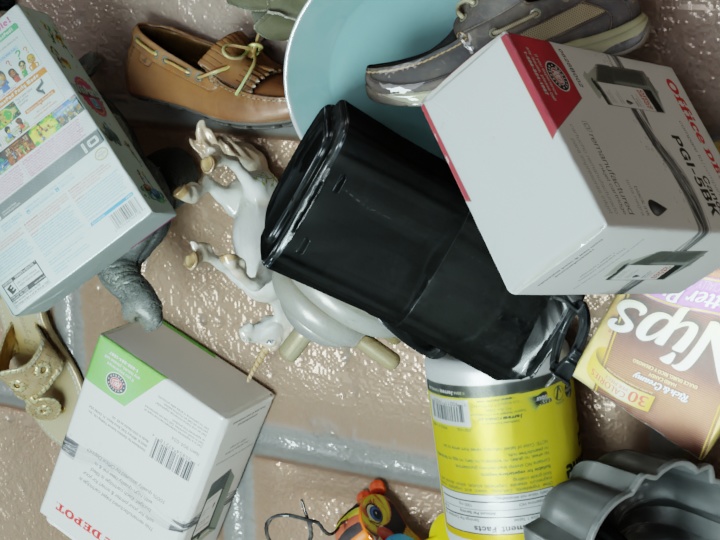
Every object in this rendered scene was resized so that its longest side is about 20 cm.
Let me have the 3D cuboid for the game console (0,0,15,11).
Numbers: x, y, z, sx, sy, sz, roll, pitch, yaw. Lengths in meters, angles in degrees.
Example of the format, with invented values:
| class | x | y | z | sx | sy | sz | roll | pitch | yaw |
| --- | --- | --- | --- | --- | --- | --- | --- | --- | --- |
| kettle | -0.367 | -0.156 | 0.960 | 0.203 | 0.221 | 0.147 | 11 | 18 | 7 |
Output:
| class | x | y | z | sx | sy | sz | roll | pitch | yaw |
| --- | --- | --- | --- | --- | --- | --- | --- | --- | --- |
| game console | -0.412 | -0.294 | 1.309 | 0.200 | 0.118 | 0.171 | 27 | 114 | 20 |

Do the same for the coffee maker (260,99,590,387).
| class | x | y | z | sx | sy | sz | roll | pitch | yaw |
| --- | --- | --- | --- | --- | --- | --- | --- | --- | --- |
| coffee maker | 0.045 | -0.022 | 0.996 | 0.200 | 0.192 | 0.135 | 26 | 83 | -14 |

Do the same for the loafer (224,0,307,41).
| class | x | y | z | sx | sy | sz | roll | pitch | yaw |
| --- | --- | --- | --- | --- | --- | --- | --- | --- | --- |
| loafer | -0.043 | -0.212 | 1.145 | 0.200 | 0.075 | 0.070 | 36 | 134 | 43 |

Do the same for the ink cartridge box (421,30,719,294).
| class | x | y | z | sx | sy | sz | roll | pitch | yaw |
| --- | --- | --- | --- | --- | --- | --- | --- | --- | --- |
| ink cartridge box | 0.154 | -0.065 | 0.957 | 0.083 | 0.200 | 0.147 | -39 | 66 | 35 |

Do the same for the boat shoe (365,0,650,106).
| class | x | y | z | sx | sy | sz | roll | pitch | yaw |
| --- | --- | --- | --- | --- | --- | --- | --- | --- | --- |
| boat shoe | 0.095 | -0.165 | 1.008 | 0.200 | 0.074 | 0.073 | -16 | 103 | -4 |

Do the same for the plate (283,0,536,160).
| class | x | y | z | sx | sy | sz | roll | pitch | yaw |
| --- | --- | --- | --- | --- | --- | --- | --- | --- | --- |
| plate | 0.045 | -0.141 | 1.061 | 0.200 | 0.026 | 0.200 | -1 | 115 | -1 |

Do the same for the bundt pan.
| class | x | y | z | sx | sy | sz | roll | pitch | yaw |
| --- | --- | --- | --- | --- | --- | --- | --- | --- | --- |
| bundt pan | 0.184 | 0.219 | 1.080 | 0.076 | 0.202 | 0.202 | 24 | 115 | 47 |

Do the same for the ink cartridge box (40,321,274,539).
| class | x | y | z | sx | sy | sz | roll | pitch | yaw |
| --- | --- | --- | --- | --- | --- | --- | --- | --- | --- |
| ink cartridge box | -0.185 | 0.165 | 1.320 | 0.145 | 0.084 | 0.200 | 31 | 115 | 19 |

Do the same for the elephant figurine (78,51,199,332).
| class | x | y | z | sx | sy | sz | roll | pitch | yaw |
| --- | --- | --- | --- | --- | --- | --- | --- | --- | --- |
| elephant figurine | -0.207 | -0.069 | 1.250 | 0.200 | 0.141 | 0.155 | 23 | 127 | 29 |

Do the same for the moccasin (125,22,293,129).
| class | x | y | z | sx | sy | sz | roll | pitch | yaw |
| --- | --- | --- | --- | --- | --- | --- | --- | --- | --- |
| moccasin | -0.106 | -0.165 | 1.206 | 0.201 | 0.074 | 0.078 | 20 | 120 | 33 |

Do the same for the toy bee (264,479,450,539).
| class | x | y | z | sx | sy | sz | roll | pitch | yaw |
| --- | --- | --- | --- | --- | --- | --- | --- | --- | --- |
| toy bee | 0.026 | 0.227 | 1.225 | 0.131 | 0.109 | 0.200 | -21 | 117 | 23 |

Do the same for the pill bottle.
| class | x | y | z | sx | sy | sz | roll | pitch | yaw |
| --- | --- | --- | --- | --- | --- | --- | --- | --- | --- |
| pill bottle | 0.116 | 0.152 | 1.137 | 0.112 | 0.112 | 0.200 | -2 | 102 | 29 |

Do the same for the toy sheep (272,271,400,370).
| class | x | y | z | sx | sy | sz | roll | pitch | yaw |
| --- | --- | --- | --- | --- | --- | --- | --- | --- | --- |
| toy sheep | 0.000 | 0.000 | 1.154 | 0.138 | 0.138 | 0.200 | 41 | 107 | 14 |

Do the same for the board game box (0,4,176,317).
| class | x | y | z | sx | sy | sz | roll | pitch | yaw |
| --- | --- | --- | --- | --- | --- | --- | --- | --- | --- |
| board game box | -0.263 | -0.086 | 1.174 | 0.148 | 0.064 | 0.200 | -34 | 85 | 13 |

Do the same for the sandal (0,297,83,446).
| class | x | y | z | sx | sy | sz | roll | pitch | yaw |
| --- | --- | --- | --- | --- | --- | --- | --- | --- | --- |
| sandal | -0.319 | 0.077 | 1.379 | 0.078 | 0.070 | 0.212 | -9 | 98 | 30 |

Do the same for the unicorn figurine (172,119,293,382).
| class | x | y | z | sx | sy | sz | roll | pitch | yaw |
| --- | --- | --- | --- | --- | --- | --- | --- | --- | --- |
| unicorn figurine | -0.091 | -0.015 | 1.203 | 0.074 | 0.137 | 0.200 | 0 | 79 | 32 |

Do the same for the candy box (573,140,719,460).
| class | x | y | z | sx | sy | sz | roll | pitch | yaw |
| --- | --- | --- | --- | --- | --- | --- | --- | --- | --- |
| candy box | 0.252 | 0.023 | 1.064 | 0.117 | 0.056 | 0.200 | 33 | 117 | 17 |
